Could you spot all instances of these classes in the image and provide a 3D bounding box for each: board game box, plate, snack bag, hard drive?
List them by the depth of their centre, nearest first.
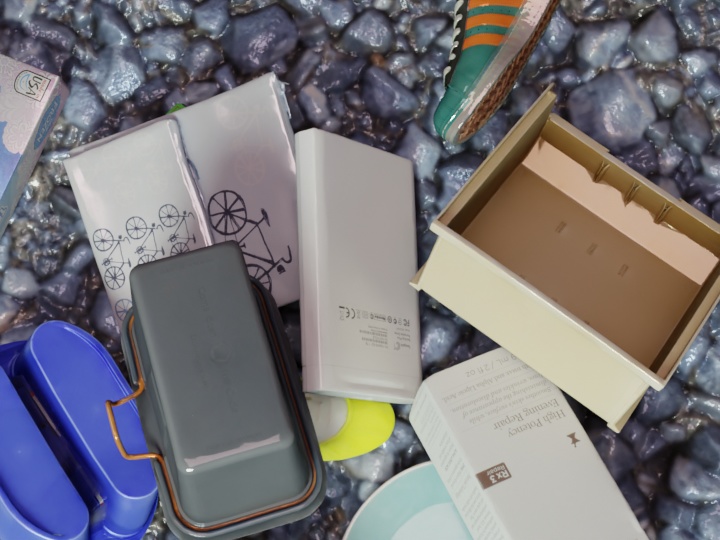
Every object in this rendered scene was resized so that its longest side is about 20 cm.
[{"bbox_3d":[0.079,0.247,1.091,0.199,0.026,0.201,0,79,2],"label":"plate"},{"bbox_3d":[0.000,0.000,1.098,0.027,0.132,0.201,-11,75,37],"label":"hard drive"},{"bbox_3d":[-0.126,-0.040,1.127,0.199,0.021,0.189,-19,86,14],"label":"snack bag"},{"bbox_3d":[-0.377,-0.105,1.177,0.199,0.043,0.200,22,80,6],"label":"board game box"}]

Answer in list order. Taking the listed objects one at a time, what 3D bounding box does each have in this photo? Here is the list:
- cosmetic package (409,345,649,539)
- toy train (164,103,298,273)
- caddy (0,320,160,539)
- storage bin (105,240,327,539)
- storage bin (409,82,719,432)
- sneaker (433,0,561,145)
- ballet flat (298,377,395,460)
[{"bbox_3d":[0.127,0.162,1.052,0.101,0.074,0.200,-21,64,-20],"label":"cosmetic package"},{"bbox_3d":[-0.095,-0.064,1.158,0.200,0.042,0.056,40,72,10],"label":"toy train"},{"bbox_3d":[-0.240,0.138,1.091,0.141,0.105,0.200,-28,77,-26],"label":"caddy"},{"bbox_3d":[-0.113,0.081,1.007,0.145,0.134,0.200,-15,68,-7],"label":"storage bin"},{"bbox_3d":[0.176,-0.016,1.076,0.200,0.094,0.199,35,57,9],"label":"storage bin"},{"bbox_3d":[0.103,-0.198,1.163,0.080,0.071,0.200,28,76,13],"label":"sneaker"},{"bbox_3d":[-0.073,0.111,1.105,0.199,0.067,0.067,7,77,4],"label":"ballet flat"}]
